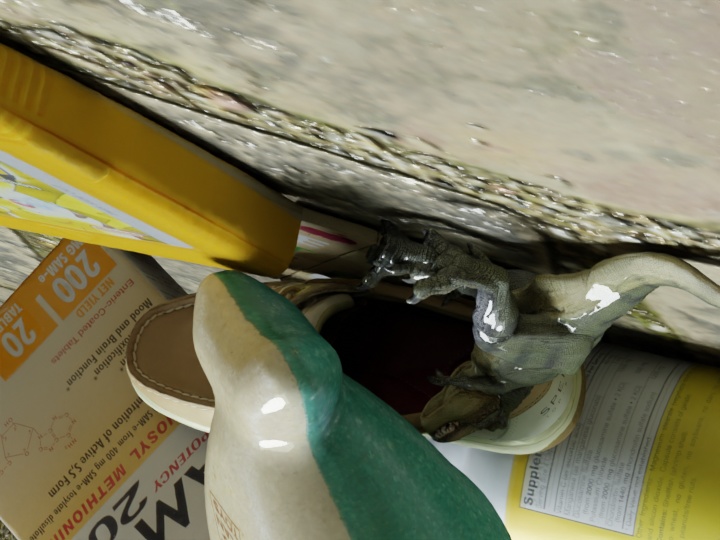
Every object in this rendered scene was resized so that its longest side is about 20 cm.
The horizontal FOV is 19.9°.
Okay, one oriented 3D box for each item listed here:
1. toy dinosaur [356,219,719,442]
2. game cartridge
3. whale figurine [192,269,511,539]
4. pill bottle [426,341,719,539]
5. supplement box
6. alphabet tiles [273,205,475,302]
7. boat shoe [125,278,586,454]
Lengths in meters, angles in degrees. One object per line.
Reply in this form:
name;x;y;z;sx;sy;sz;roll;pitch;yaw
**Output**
toy dinosaur;0.050;0.013;0.693;0.088;0.048;0.200;24;159;-14
game cartridge;-0.141;-0.047;0.691;0.176;0.033;0.200;11;172;31
whale figurine;-0.001;0.085;0.759;0.103;0.201;0.159;-24;-146;-14
pill bottle;0.113;0.089;0.873;0.199;0.112;0.112;12;172;23
supplement box;-0.093;0.090;0.934;0.200;0.126;0.074;44;-178;20
alphabet tiles;0.000;0.000;0.847;0.166;0.006;0.200;17;172;-11
boat shoe;-0.010;0.032;0.836;0.199;0.074;0.066;1;163;19
